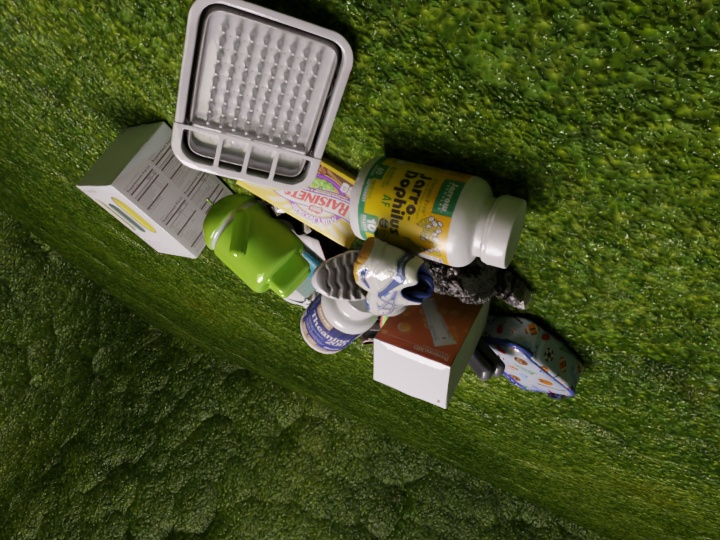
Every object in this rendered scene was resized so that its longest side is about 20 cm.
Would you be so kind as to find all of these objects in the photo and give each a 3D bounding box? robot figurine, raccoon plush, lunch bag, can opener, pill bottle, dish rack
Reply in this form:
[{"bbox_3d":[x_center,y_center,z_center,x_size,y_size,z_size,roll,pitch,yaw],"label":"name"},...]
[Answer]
[{"bbox_3d":[-0.176,-0.045,0.863,0.200,0.116,0.176,42,170,4],"label":"robot figurine"},{"bbox_3d":[0.147,0.024,0.797,0.200,0.097,0.134,40,152,-26],"label":"raccoon plush"},{"bbox_3d":[0.297,0.159,0.951,0.200,0.076,0.160,41,157,-24],"label":"lunch bag"},{"bbox_3d":[0.178,0.124,0.924,0.200,0.052,0.067,47,142,49],"label":"can opener"},{"bbox_3d":[-0.032,0.075,0.961,0.111,0.111,0.200,32,146,-8],"label":"pill bottle"},{"bbox_3d":[-0.112,-0.193,0.582,0.171,0.044,0.201,11,131,-17],"label":"dish rack"},{"bbox_3d":[0.095,-0.069,0.647,0.199,0.113,0.113,18,156,24],"label":"pill bottle"}]

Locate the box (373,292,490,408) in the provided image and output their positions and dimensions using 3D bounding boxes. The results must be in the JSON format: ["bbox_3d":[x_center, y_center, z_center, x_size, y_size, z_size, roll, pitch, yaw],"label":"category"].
[{"bbox_3d":[0.119,0.097,0.834,0.124,0.200,0.098,17,133,22],"label":"box"}]

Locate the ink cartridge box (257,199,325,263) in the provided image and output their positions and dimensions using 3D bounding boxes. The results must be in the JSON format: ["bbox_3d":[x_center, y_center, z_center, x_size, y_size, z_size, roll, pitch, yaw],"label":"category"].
[{"bbox_3d":[-0.122,-0.037,1.024,0.175,0.045,0.201,20,149,24],"label":"ink cartridge box"}]

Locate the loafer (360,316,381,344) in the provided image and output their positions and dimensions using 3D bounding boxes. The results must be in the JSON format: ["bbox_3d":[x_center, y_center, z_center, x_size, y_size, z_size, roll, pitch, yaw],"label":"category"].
[{"bbox_3d":[0.097,0.134,1.034,0.199,0.063,0.072,7,152,15],"label":"loafer"}]

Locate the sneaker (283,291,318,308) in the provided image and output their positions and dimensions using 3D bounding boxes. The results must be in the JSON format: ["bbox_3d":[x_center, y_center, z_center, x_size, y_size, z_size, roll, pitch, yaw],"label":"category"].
[{"bbox_3d":[-0.091,0.064,1.188,0.129,0.080,0.199,10,151,34],"label":"sneaker"}]

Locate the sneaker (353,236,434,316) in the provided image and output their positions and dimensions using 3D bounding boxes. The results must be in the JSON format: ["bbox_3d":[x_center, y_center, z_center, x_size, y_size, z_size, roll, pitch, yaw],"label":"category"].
[{"bbox_3d":[0.054,0.027,0.689,0.088,0.076,0.200,19,168,19],"label":"sneaker"}]

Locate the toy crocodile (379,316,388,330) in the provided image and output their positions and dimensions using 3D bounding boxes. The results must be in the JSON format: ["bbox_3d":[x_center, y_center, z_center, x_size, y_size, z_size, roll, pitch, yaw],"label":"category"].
[{"bbox_3d":[0.064,0.066,0.943,0.062,0.067,0.201,27,132,24],"label":"toy crocodile"}]

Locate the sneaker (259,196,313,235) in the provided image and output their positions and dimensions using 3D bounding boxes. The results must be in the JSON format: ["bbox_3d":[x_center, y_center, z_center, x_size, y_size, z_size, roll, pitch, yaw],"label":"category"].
[{"bbox_3d":[-0.136,-0.135,0.821,0.200,0.080,0.074,37,158,-16],"label":"sneaker"}]

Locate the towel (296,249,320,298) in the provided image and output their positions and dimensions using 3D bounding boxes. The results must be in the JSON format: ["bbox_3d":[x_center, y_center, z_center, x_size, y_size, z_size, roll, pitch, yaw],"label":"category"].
[{"bbox_3d":[-0.150,-0.032,0.994,0.200,0.022,0.147,42,150,-11],"label":"towel"}]

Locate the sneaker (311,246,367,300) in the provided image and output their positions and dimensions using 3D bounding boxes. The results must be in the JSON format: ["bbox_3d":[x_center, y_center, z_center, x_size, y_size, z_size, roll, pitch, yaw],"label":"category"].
[{"bbox_3d":[0.000,0.000,0.821,0.082,0.199,0.075,0,101,49],"label":"sneaker"}]

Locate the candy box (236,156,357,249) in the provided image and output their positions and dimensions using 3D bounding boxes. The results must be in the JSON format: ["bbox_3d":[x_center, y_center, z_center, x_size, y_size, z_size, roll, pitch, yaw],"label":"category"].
[{"bbox_3d":[-0.077,-0.123,0.773,0.199,0.026,0.103,30,119,-3],"label":"candy box"}]

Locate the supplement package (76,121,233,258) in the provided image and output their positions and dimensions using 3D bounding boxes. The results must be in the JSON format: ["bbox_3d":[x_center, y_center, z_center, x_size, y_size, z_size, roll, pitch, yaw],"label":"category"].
[{"bbox_3d":[-0.374,-0.146,0.972,0.151,0.151,0.200,8,150,41],"label":"supplement package"}]
